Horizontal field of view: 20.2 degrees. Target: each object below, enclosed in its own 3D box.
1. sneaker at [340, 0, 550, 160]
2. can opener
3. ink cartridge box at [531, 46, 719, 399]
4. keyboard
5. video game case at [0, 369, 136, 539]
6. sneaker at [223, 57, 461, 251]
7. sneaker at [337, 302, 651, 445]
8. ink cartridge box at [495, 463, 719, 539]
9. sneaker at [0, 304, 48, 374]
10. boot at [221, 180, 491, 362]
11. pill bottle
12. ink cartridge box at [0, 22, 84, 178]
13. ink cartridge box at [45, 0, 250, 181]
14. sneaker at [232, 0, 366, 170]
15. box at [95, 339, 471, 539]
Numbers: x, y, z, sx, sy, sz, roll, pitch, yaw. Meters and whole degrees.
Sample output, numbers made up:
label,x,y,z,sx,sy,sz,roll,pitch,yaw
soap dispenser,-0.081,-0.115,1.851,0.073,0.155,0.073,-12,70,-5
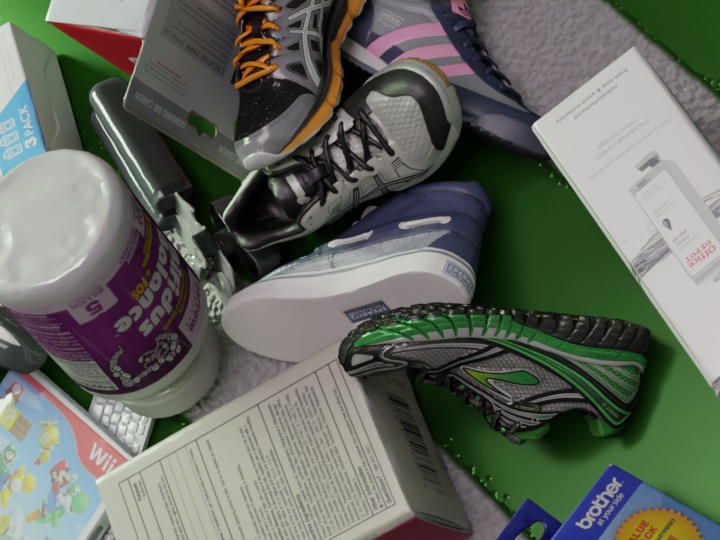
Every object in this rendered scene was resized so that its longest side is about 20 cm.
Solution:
label,x,y,z,sx,sy,sz,roll,pitch,yaw
sneaker,0.061,-0.146,1.362,0.199,0.070,0.082,33,93,26
can opener,-0.129,-0.058,1.446,0.066,0.053,0.200,-28,64,-22
ink cartridge box,0.205,-0.017,1.220,0.083,0.146,0.201,-37,66,10
keyboard,-0.187,0.156,1.433,0.056,0.011,0.202,14,83,27
video game case,-0.254,0.183,1.446,0.143,0.017,0.201,35,93,33
sneaker,-0.014,-0.065,1.327,0.076,0.088,0.200,54,134,0
sneaker,0.083,0.065,1.254,0.198,0.078,0.086,6,90,-9
ink cartridge box,0.168,0.209,1.193,0.199,0.077,0.137,27,61,29
sneaker,-0.305,0.058,1.484,0.199,0.074,0.086,13,90,38
boot,0.000,0.000,1.364,0.198,0.073,0.091,-11,42,33
pill bottle,-0.167,0.017,1.345,0.111,0.200,0.113,-11,57,16
ink cartridge box,-0.313,-0.084,1.519,0.199,0.068,0.116,-26,67,17
ink cartridge box,-0.119,-0.170,1.377,0.083,0.200,0.177,12,81,27
sneaker,-0.053,-0.154,1.335,0.078,0.077,0.201,-19,45,40
box,-0.050,0.154,1.315,0.199,0.109,0.129,-30,67,15
